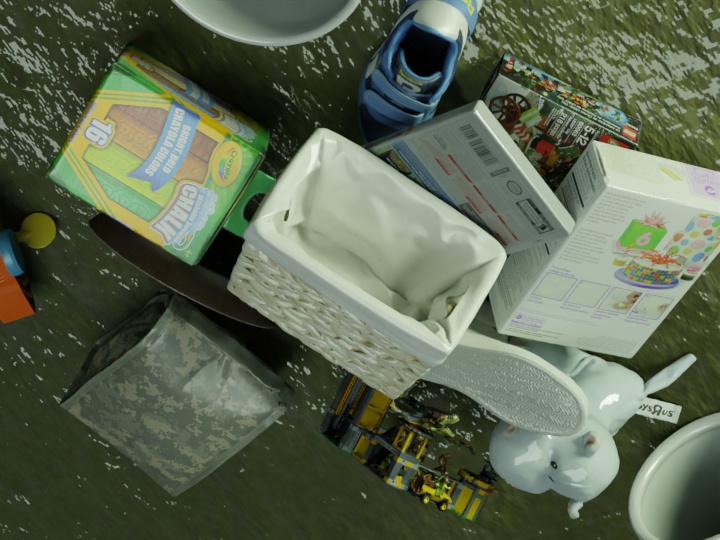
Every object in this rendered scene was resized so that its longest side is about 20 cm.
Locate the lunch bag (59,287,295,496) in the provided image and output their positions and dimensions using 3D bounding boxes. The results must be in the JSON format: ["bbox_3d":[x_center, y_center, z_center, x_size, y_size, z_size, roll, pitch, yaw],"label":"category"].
[{"bbox_3d":[-0.177,0.112,1.785,0.164,0.118,0.200,41,133,-16],"label":"lunch bag"}]

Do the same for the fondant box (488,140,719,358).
[{"bbox_3d":[0.222,-0.014,1.561,0.144,0.058,0.200,11,136,-23],"label":"fondant box"}]

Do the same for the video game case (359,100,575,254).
[{"bbox_3d":[0.068,-0.063,1.523,0.200,0.018,0.143,-18,121,43],"label":"video game case"}]

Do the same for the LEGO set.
[{"bbox_3d":[0.059,0.149,1.725,0.154,0.200,0.116,26,92,-22],"label":"LEGO set"}]

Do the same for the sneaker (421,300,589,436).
[{"bbox_3d":[0.132,0.076,1.625,0.200,0.116,0.074,24,119,17],"label":"sneaker"}]

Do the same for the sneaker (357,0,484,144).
[{"bbox_3d":[0.041,-0.166,1.509,0.074,0.082,0.200,21,134,-2],"label":"sneaker"}]

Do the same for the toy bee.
[{"bbox_3d":[-0.367,-0.039,1.747,0.131,0.109,0.200,-6,148,-17],"label":"toy bee"}]

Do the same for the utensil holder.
[{"bbox_3d":[0.379,0.264,1.703,0.170,0.170,0.200,-21,121,31],"label":"utensil holder"}]

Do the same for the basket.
[{"bbox_3d":[0.000,0.000,1.513,0.200,0.136,0.123,33,144,0],"label":"basket"}]

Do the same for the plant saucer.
[{"bbox_3d":[-0.159,-0.009,1.652,0.200,0.200,0.032,29,98,-7],"label":"plant saucer"}]

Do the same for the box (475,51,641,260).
[{"bbox_3d":[0.142,-0.084,1.574,0.136,0.038,0.200,26,131,-5],"label":"box"}]

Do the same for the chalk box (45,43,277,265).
[{"bbox_3d":[-0.158,-0.093,1.578,0.200,0.124,0.125,31,103,-8],"label":"chalk box"}]

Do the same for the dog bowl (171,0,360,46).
[{"bbox_3d":[-0.078,-0.289,1.446,0.199,0.079,0.201,9,131,10],"label":"dog bowl"}]

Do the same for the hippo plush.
[{"bbox_3d":[0.199,0.166,1.681,0.199,0.161,0.160,12,131,7],"label":"hippo plush"}]
